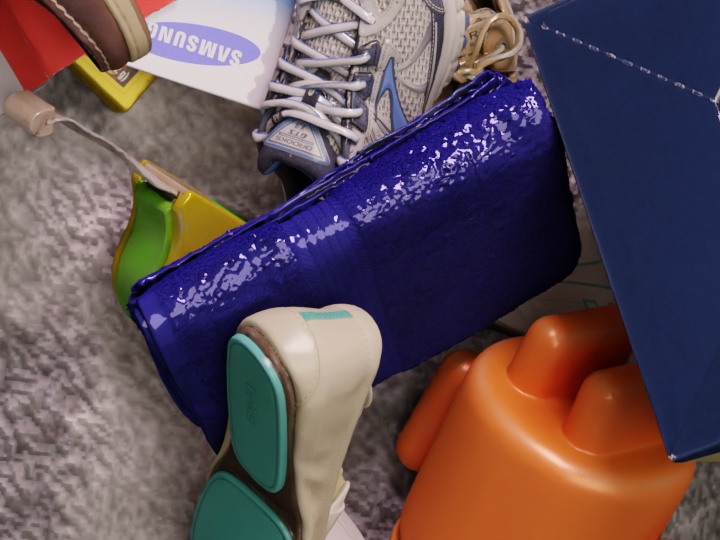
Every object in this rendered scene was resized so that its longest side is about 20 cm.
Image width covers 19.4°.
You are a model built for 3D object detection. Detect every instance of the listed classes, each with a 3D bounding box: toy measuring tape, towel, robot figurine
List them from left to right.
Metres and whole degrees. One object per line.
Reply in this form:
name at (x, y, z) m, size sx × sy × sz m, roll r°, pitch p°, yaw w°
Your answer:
toy measuring tape at (-0.098, -0.011, 0.935) m, size 0.200 × 0.073 × 0.074 m, roll 31°, pitch 81°, yaw -51°
towel at (0.000, 0.000, 0.926) m, size 0.199 × 0.148 × 0.050 m, roll -29°, pitch 60°, yaw -6°
robot figurine at (0.082, 0.113, 0.977) m, size 0.143 × 0.117 × 0.201 m, roll 24°, pitch 120°, yaw 1°

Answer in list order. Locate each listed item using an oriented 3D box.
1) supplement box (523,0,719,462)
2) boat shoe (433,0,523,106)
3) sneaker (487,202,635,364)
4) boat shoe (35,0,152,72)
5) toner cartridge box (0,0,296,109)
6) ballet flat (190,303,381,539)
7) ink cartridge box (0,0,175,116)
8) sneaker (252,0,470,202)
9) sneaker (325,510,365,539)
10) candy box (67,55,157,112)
supplement box at (0.191, -0.029, 0.924) m, size 0.133 × 0.199 × 0.202 m, roll -22°, pitch 76°, yaw 21°
boat shoe at (0.029, -0.129, 0.988) m, size 0.073 × 0.063 × 0.201 m, roll -23°, pitch 91°, yaw -14°
sneaker at (0.115, 0.015, 1.041) m, size 0.199 × 0.070 × 0.081 m, roll 31°, pitch 79°, yaw -19°
boat shoe at (-0.166, -0.146, 0.830) m, size 0.072 × 0.072 × 0.200 m, roll -44°, pitch 114°, yaw -5°
toner cartridge box at (-0.124, -0.147, 0.925) m, size 0.198 × 0.043 × 0.096 m, roll 17°, pitch 95°, yaw -18°
ballet flat at (-0.028, 0.085, 0.915) m, size 0.069 × 0.201 × 0.070 m, roll 7°, pitch 49°, yaw -8°
ink cartridge box at (-0.192, -0.128, 0.862) m, size 0.199 × 0.050 × 0.162 m, roll -32°, pitch 106°, yaw -7°
sneaker at (-0.005, -0.075, 0.930) m, size 0.085 × 0.077 × 0.201 m, roll -40°, pitch 140°, yaw -40°
sneaker at (-0.001, 0.194, 0.990) m, size 0.077 × 0.099 × 0.202 m, roll -22°, pitch 101°, yaw -18°
candy box at (-0.147, -0.177, 0.953) m, size 0.200 × 0.026 × 0.102 m, roll 44°, pitch 78°, yaw -17°
